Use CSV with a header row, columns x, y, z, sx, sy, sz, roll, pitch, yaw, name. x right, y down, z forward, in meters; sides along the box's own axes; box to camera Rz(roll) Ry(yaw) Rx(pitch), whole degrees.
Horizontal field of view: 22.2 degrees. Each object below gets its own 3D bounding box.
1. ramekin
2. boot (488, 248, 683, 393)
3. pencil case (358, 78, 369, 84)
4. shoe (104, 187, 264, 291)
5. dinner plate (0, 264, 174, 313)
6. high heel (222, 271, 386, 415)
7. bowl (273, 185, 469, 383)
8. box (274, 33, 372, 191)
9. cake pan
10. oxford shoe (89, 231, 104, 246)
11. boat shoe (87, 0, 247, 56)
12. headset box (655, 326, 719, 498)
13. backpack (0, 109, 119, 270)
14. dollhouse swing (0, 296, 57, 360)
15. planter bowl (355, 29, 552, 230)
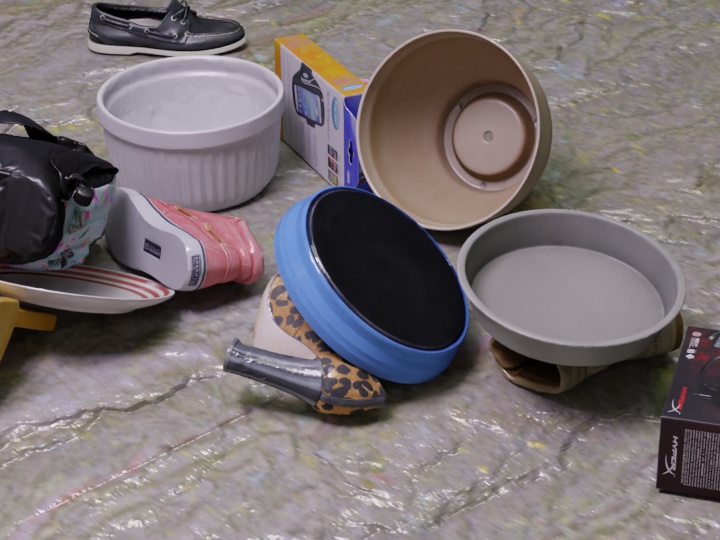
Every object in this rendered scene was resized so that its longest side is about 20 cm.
x,y,z,sx,sy,sz,roll,pitch,yaw,name
-0.178,-0.143,1.954,0.200,0.105,0.200,-1,29,1,ramekin
0.173,0.035,1.670,0.155,0.073,0.200,-21,41,-29,boot
0.059,-0.191,2.054,0.200,0.083,0.087,-10,30,-17,pencil case
-0.176,-0.030,1.803,0.091,0.072,0.200,-2,20,-34,shoe
-0.274,0.015,1.710,0.200,0.024,0.200,10,6,-1,dinner plate
-0.028,0.063,1.648,0.142,0.071,0.200,18,30,7,high heel
0.015,0.008,1.635,0.200,0.039,0.201,29,36,-24,bowl
-0.035,-0.165,1.973,0.041,0.119,0.200,-15,33,-24,box
0.182,0.016,1.603,0.200,0.037,0.200,3,36,-2,cake pan
-0.357,-0.042,1.845,0.200,0.070,0.075,10,61,11,oxford shoe
-0.242,-0.309,2.282,0.199,0.066,0.075,3,30,6,boat shoe
0.354,0.125,1.503,0.200,0.077,0.149,7,31,17,headset box
-0.314,-0.068,1.714,0.167,0.127,0.200,29,12,10,backpack
-0.400,0.079,1.646,0.200,0.176,0.182,13,74,22,dollhouse swing
0.114,-0.139,1.883,0.200,0.201,0.135,15,6,26,planter bowl
